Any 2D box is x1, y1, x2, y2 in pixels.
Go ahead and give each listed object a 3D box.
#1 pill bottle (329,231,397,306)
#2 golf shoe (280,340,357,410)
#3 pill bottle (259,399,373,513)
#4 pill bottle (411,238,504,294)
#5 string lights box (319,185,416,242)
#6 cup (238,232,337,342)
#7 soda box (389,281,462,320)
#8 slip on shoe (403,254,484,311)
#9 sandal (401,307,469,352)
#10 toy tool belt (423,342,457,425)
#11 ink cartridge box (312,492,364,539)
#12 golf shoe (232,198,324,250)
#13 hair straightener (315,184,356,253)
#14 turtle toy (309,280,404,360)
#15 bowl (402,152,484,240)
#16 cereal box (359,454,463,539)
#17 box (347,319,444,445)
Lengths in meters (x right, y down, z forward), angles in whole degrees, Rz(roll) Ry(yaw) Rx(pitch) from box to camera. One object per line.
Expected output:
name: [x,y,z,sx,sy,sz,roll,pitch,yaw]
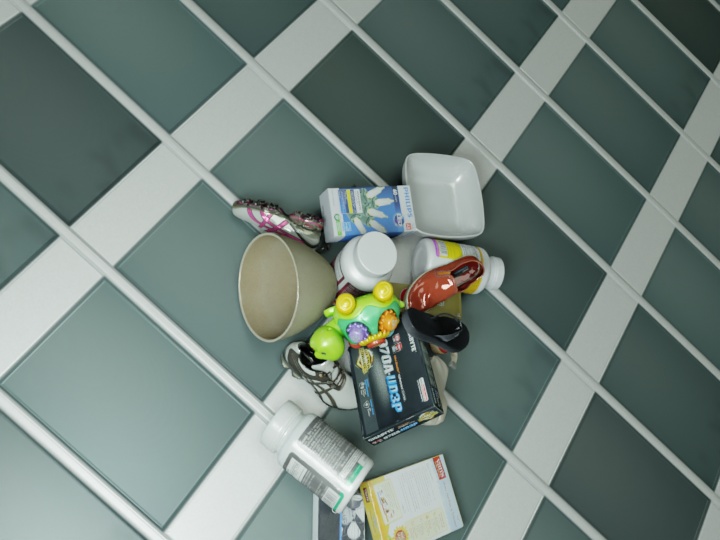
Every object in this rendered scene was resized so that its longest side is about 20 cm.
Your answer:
pill bottle: [0.000,0.000,1.402,0.110,0.200,0.116,7,69,-19]
golf shoe: [-0.064,0.207,1.364,0.197,0.094,0.079,32,62,-10]
pill bottle: [-0.082,0.339,1.283,0.198,0.114,0.114,37,62,10]
pill bottle: [0.218,-0.006,1.546,0.194,0.104,0.107,9,68,-19]
string lights box: [0.016,-0.122,1.492,0.194,0.059,0.106,-6,81,-24]
cup: [-0.129,0.031,1.362,0.141,0.198,0.206,-2,70,-44]
soda box: [0.119,0.074,1.498,0.194,0.068,0.066,7,69,-20]
slip on shoe: [0.175,0.028,1.447,0.196,0.061,0.076,-27,103,-15]
sandal: [0.160,0.114,1.365,0.197,0.043,0.078,15,46,-47]
toy tool belt: [0.112,0.218,1.417,0.124,0.121,0.204,40,54,-34]
ink cartridge box: [-0.041,0.520,1.293,0.097,0.039,0.206,6,70,-20]
golf shoe: [-0.177,-0.089,1.434,0.194,0.073,0.095,18,103,3]
hair straightener: [-0.063,-0.115,1.515,0.076,0.041,0.202,38,67,-5]
turtle toy: [-0.005,0.101,1.315,0.195,0.146,0.104,-19,77,-6]
bowl: [0.182,-0.160,1.604,0.194,0.075,0.206,1,70,-21]
cereal box: [0.101,0.457,1.354,0.196,0.039,0.148,-7,74,-36]
box: [0.062,0.209,1.334,0.046,0.156,0.204,42,28,-46]
